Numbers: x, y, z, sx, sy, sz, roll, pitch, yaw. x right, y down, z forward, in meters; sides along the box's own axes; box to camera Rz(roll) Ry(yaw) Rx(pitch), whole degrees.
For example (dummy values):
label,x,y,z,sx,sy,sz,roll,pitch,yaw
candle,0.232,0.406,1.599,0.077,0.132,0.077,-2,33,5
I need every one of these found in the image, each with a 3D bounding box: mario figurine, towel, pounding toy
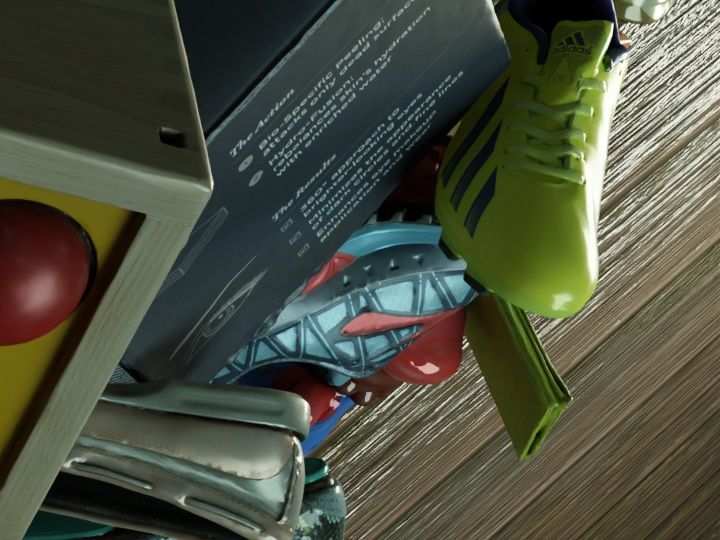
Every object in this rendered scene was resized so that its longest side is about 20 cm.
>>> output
label,x,y,z,sx,sy,sz,roll,pitch,yaw
mario figurine,-0.032,0.038,1.233,0.200,0.106,0.123,-48,-153,28
towel,0.047,-0.014,1.228,0.018,0.200,0.086,-20,164,-11
pounding toy,-0.142,0.014,0.760,0.184,0.142,0.200,14,127,-24

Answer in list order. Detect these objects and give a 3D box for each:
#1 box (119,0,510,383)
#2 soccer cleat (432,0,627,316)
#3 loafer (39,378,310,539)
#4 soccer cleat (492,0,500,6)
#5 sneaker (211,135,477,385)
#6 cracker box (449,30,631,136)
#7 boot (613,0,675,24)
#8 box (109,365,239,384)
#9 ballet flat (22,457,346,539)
label,x,y,z,sx,sy,sz,roll,pitch,yaw
box,-0.059,-0.071,0.963,0.197,0.117,0.200,-47,165,-5
soccer cleat,0.074,-0.059,1.063,0.084,0.065,0.200,-57,-165,33
loafer,-0.115,0.069,0.951,0.200,0.063,0.072,4,166,-15
soccer cleat,0.024,-0.111,1.178,0.200,0.065,0.084,-46,166,-8
sneaker,0.000,0.000,1.133,0.200,0.079,0.096,-9,129,-23
cracker box,0.041,-0.055,1.357,0.200,0.058,0.134,-56,161,22
boot,0.152,-0.212,1.245,0.200,0.072,0.155,-54,164,-65
box,-0.085,0.016,1.220,0.161,0.049,0.200,-55,162,27
ballet flat,-0.103,0.133,1.171,0.200,0.074,0.074,-8,155,-6
